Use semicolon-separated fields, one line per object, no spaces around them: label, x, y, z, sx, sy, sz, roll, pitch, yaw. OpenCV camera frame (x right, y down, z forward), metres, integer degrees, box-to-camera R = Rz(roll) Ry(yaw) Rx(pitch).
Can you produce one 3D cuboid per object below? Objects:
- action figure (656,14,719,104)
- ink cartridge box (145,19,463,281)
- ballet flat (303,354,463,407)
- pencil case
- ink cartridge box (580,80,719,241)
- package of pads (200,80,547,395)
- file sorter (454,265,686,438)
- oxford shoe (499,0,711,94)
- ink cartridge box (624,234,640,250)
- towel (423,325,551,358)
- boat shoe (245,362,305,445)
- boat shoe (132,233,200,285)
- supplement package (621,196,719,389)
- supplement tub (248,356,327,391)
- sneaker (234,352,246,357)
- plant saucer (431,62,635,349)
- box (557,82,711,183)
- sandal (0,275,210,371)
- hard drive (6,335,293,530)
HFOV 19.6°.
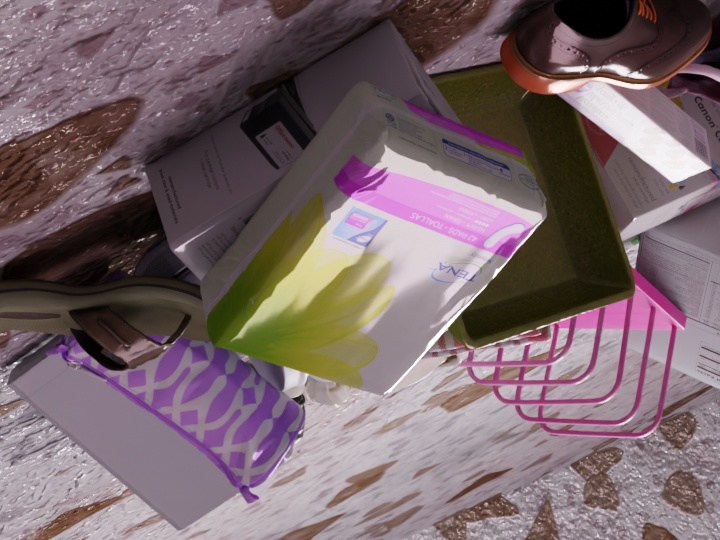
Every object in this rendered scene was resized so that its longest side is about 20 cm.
action figure;0.358;-0.135;1.728;0.149;0.200;0.134;-45;-164;-34
ink cartridge box;-0.022;-0.056;1.419;0.199;0.085;0.145;-30;139;9
ballet flat;-0.002;0.079;1.769;0.199;0.070;0.069;-18;168;9
pencil case;-0.137;0.084;1.574;0.086;0.200;0.084;-60;-167;-27
ink cartridge box;0.279;-0.117;1.821;0.199;0.117;0.068;-24;166;-23
package of pads;0.010;-0.015;1.361;0.154;0.068;0.200;20;124;-35
file sorter;0.178;0.061;1.846;0.138;0.126;0.200;-1;156;35
oxford shoe;0.198;-0.179;1.543;0.199;0.071;0.073;-17;158;-37
ink cartridge box;0.188;-0.038;1.989;0.199;0.085;0.146;-32;166;10
towel;0.062;0.020;1.742;0.199;0.147;0.030;-10;134;14
boat shoe;-0.143;0.111;1.744;0.200;0.061;0.072;4;-161;17
boat shoe;-0.083;-0.041;1.532;0.199;0.072;0.062;-29;-157;-3
supplement package;0.353;-0.025;1.944;0.192;0.146;0.201;-57;161;-32
supplement tub;0.000;0.000;1.639;0.199;0.146;0.145;-24;166;-16
sneaker;-0.117;0.050;1.753;0.086;0.075;0.200;-30;167;31
plant saucer;0.102;-0.050;1.570;0.199;0.201;0.048;-15;175;-42
box;0.216;-0.128;1.657;0.039;0.042;0.200;-22;149;30
sandal;-0.180;0.043;1.470;0.199;0.058;0.080;0;156;3
hard drive;-0.169;0.116;1.684;0.132;0.200;0.026;-34;-154;24
